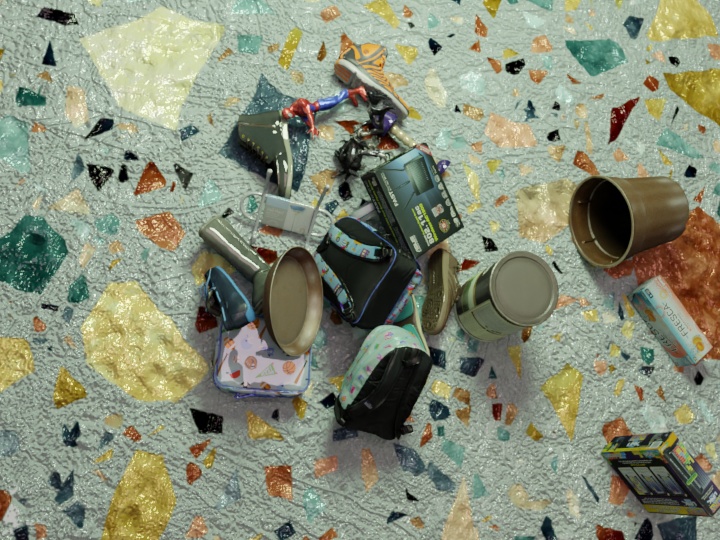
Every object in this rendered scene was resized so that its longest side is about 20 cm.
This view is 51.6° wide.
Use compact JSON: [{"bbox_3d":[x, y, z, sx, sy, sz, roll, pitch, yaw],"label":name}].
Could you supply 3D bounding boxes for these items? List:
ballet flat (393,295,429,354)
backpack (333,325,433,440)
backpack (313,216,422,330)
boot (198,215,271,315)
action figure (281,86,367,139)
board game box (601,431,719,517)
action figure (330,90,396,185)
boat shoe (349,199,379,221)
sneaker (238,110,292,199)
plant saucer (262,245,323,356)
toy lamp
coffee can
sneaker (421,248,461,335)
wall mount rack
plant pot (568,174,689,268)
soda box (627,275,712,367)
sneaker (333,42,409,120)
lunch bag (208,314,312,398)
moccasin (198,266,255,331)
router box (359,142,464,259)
[{"bbox_3d":[0.095,0.106,1.529,0.068,0.069,0.203,-11,79,-16],"label":"ballet flat"},{"bbox_3d":[0.047,0.209,1.426,0.165,0.127,0.202,18,107,-32],"label":"backpack"},{"bbox_3d":[0.000,0.000,1.481,0.134,0.200,0.184,21,104,-47],"label":"backpack"},{"bbox_3d":[-0.229,-0.017,1.430,0.072,0.182,0.201,-40,95,6],"label":"boot"},{"bbox_3d":[-0.073,-0.326,1.577,0.198,0.065,0.101,-16,90,-30],"label":"action figure"},{"bbox_3d":[0.608,0.412,1.508,0.057,0.200,0.166,-39,89,-21],"label":"board game box"},{"bbox_3d":[0.014,-0.266,1.563,0.101,0.202,0.119,11,29,-32],"label":"action figure"},{"bbox_3d":[0.073,-0.125,1.582,0.200,0.074,0.087,-27,97,-26],"label":"boat shoe"},{"bbox_3d":[-0.197,-0.234,1.541,0.104,0.075,0.203,-5,69,-10],"label":"sneaker"},{"bbox_3d":[-0.128,0.056,1.375,0.034,0.200,0.204,1,72,24],"label":"plant saucer"},{"bbox_3d":[0.105,-0.280,1.631,0.199,0.058,0.058,41,71,-3],"label":"toy lamp"},{"bbox_3d":[0.291,0.058,1.516,0.144,0.200,0.149,3,75,-13],"label":"coffee can"},{"bbox_3d":[0.179,0.049,1.542,0.075,0.070,0.203,28,55,-28],"label":"sneaker"},{"bbox_3d":[-0.140,-0.121,1.478,0.197,0.176,0.075,13,30,-10],"label":"wall mount rack"},{"bbox_3d":[0.604,-0.121,1.653,0.195,0.200,0.203,-10,79,-23],"label":"plant pot"},{"bbox_3d":[0.695,0.115,1.675,0.068,0.064,0.201,-33,85,-19],"label":"soda box"},{"bbox_3d":[0.046,-0.428,1.641,0.199,0.077,0.113,40,66,-7],"label":"sneaker"},{"bbox_3d":[-0.192,0.169,1.436,0.197,0.076,0.163,6,77,-13],"label":"lunch bag"},{"bbox_3d":[-0.263,0.049,1.391,0.068,0.200,0.081,-32,119,-15],"label":"moccasin"},{"bbox_3d":[0.108,-0.140,1.525,0.149,0.062,0.202,-32,101,-28],"label":"router box"}]
